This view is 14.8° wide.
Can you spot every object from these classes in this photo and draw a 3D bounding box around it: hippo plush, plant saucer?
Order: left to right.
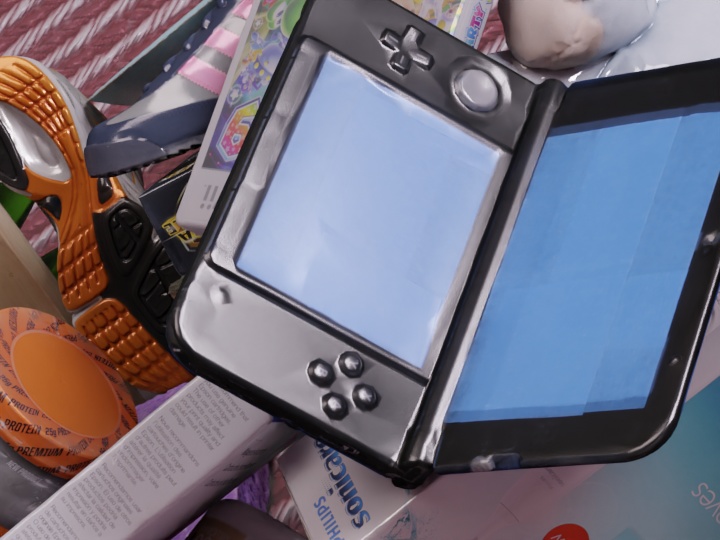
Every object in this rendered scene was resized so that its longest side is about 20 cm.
[{"bbox_3d":[-0.056,-0.141,1.457,0.201,0.039,0.201,-39,6,5],"label":"plant saucer"},{"bbox_3d":[0.155,-0.053,1.232,0.200,0.160,0.161,-14,41,-33],"label":"hippo plush"}]

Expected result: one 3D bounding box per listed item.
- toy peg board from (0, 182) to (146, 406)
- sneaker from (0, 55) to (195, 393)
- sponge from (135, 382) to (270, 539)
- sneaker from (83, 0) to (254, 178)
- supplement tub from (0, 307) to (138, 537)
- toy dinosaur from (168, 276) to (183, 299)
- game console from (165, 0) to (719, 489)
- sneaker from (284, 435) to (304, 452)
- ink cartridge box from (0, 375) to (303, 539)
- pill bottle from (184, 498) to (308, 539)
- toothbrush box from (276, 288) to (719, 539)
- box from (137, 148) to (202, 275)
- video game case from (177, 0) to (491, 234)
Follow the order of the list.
[{"bbox_3d":[-0.239,0.024,1.529,0.199,0.200,0.098,-26,19,25],"label":"toy peg board"},{"bbox_3d":[-0.131,-0.030,1.472,0.076,0.200,0.092,-30,-1,16],"label":"sneaker"},{"bbox_3d":[-0.097,0.138,1.382,0.111,0.030,0.200,-26,37,24],"label":"sponge"},{"bbox_3d":[-0.056,-0.115,1.347,0.200,0.082,0.070,-27,6,3],"label":"sneaker"},{"bbox_3d":[-0.209,0.117,1.404,0.200,0.122,0.123,-46,30,26],"label":"supplement tub"},{"bbox_3d":[0.000,0.000,1.379,0.200,0.088,0.048,-26,39,22],"label":"toy dinosaur"},{"bbox_3d":[0.045,-0.027,1.076,0.118,0.170,0.200,-45,19,54],"label":"game console"},{"bbox_3d":[0.036,0.074,1.291,0.200,0.075,0.089,10,77,53],"label":"sneaker"},{"bbox_3d":[-0.071,0.080,1.214,0.200,0.043,0.196,-38,-5,3],"label":"ink cartridge box"},{"bbox_3d":[-0.074,0.210,1.194,0.200,0.120,0.120,-52,34,-14],"label":"pill bottle"},{"bbox_3d":[0.090,0.080,1.141,0.200,0.146,0.085,-38,33,7],"label":"toothbrush box"},{"bbox_3d":[-0.017,-0.066,1.388,0.159,0.046,0.200,-27,5,8],"label":"box"},{"bbox_3d":[-0.002,-0.105,1.238,0.143,0.018,0.201,9,77,48],"label":"video game case"}]
